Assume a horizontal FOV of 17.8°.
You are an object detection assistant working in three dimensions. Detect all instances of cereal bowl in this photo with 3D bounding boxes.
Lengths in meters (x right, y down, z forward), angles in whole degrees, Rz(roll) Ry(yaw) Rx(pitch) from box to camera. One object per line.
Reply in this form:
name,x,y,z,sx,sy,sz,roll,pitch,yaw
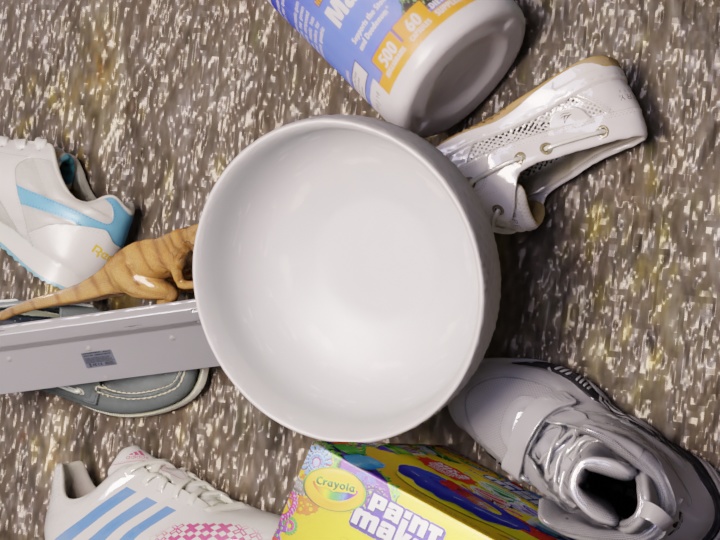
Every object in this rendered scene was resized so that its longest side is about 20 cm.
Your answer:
cereal bowl,0.000,0.000,1.422,0.198,0.083,0.202,6,105,24

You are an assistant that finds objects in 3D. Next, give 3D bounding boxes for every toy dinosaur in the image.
toy dinosaur,-0.149,0.003,1.539,0.199,0.106,0.061,-23,53,35

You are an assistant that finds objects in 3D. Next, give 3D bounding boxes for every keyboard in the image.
keyboard,-0.177,0.052,1.540,0.198,0.057,0.011,-8,41,16

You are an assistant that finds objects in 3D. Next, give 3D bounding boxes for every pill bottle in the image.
pill bottle,0.003,-0.189,1.485,0.200,0.112,0.112,46,104,22

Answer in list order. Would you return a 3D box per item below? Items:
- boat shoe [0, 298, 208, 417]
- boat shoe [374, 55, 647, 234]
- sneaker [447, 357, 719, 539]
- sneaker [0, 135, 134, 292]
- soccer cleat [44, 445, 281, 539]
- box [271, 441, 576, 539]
boat shoe,-0.200,0.058,1.587,0.198,0.062,0.074,10,87,26
boat shoe,0.090,-0.055,1.451,0.199,0.071,0.070,-34,69,18
sneaker,0.125,0.108,1.393,0.199,0.115,0.076,29,97,26
sneaker,-0.244,-0.061,1.621,0.199,0.076,0.081,35,92,18
soccer cleat,-0.128,0.160,1.537,0.198,0.070,0.087,-3,84,26
box,0.069,0.199,1.369,0.199,0.192,0.123,26,96,25
